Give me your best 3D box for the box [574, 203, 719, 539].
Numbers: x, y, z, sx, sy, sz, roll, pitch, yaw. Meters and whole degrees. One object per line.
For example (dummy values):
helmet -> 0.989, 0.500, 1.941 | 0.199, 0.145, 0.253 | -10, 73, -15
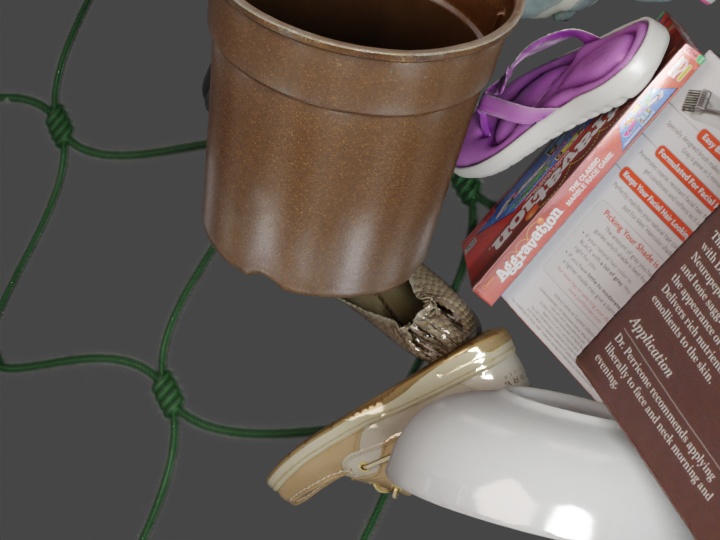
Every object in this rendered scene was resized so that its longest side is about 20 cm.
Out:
box -> 0.264, 0.054, 1.464 | 0.200, 0.164, 0.166 | -47, 51, 21

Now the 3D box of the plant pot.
plant pot -> -0.015, -0.103, 1.672 | 0.200, 0.200, 0.199 | 39, 131, 35

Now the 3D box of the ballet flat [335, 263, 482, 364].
ballet flat -> 0.000, 0.000, 1.746 | 0.200, 0.046, 0.067 | 39, 98, 35

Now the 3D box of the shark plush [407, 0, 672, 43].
shark plush -> 0.115, -0.207, 1.707 | 0.200, 0.083, 0.091 | -15, 69, 29

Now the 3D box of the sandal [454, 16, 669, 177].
sandal -> 0.115, -0.120, 1.665 | 0.203, 0.050, 0.083 | -27, 29, 48

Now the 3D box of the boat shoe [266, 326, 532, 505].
boat shoe -> 0.026, 0.110, 1.683 | 0.200, 0.074, 0.069 | -33, 87, 32

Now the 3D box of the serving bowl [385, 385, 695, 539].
serving bowl -> 0.118, 0.109, 1.539 | 0.200, 0.200, 0.066 | 17, 96, 35

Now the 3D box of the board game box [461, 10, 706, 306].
board game box -> 0.136, -0.071, 1.655 | 0.200, 0.019, 0.103 | -49, 13, 12

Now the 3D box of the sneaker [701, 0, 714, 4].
sneaker -> 0.240, -0.268, 1.653 | 0.088, 0.081, 0.200 | -9, 78, 27

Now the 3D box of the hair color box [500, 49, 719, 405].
hair color box -> 0.193, -0.019, 1.616 | 0.200, 0.064, 0.111 | -50, 54, 13

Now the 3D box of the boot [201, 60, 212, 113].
boot -> -0.095, -0.219, 1.859 | 0.165, 0.066, 0.200 | -46, 60, 4
